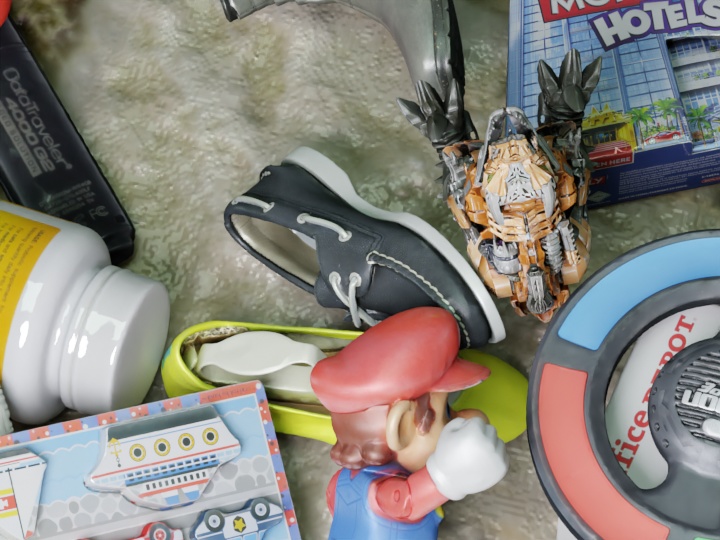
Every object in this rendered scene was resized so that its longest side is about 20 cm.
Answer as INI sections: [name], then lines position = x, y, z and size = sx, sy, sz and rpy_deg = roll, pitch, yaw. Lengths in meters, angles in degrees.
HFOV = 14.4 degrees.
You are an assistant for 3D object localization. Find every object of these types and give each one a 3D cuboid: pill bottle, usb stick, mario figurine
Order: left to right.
[pill bottle]
position = -0.206, 0.015, 1.504
size = 0.200, 0.109, 0.109
rpy_deg = 17, 66, 14
[usb stick]
position = -0.190, -0.080, 1.596
size = 0.055, 0.033, 0.200
rpy_deg = -24, 64, -18
[mario figurine]
position = 0.030, 0.118, 1.416
size = 0.123, 0.106, 0.200
rpy_deg = 10, 94, 32

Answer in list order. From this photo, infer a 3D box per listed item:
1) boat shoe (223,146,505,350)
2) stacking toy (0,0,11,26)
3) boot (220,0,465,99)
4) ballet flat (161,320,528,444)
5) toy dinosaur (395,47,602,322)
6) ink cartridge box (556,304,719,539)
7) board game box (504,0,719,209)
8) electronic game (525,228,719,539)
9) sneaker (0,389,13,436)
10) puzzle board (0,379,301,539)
[boat shoe]
position = 0.000, 0.000, 1.497
size = 0.060, 0.076, 0.200
rpy_deg = -34, 34, -18
[stacking toy]
position = -0.181, -0.205, 1.619
size = 0.085, 0.085, 0.200
rpy_deg = 26, 63, 16
[boot]
position = -0.019, -0.161, 1.615
size = 0.130, 0.068, 0.200
rpy_deg = -17, 56, 0
[ballet flat]
position = -0.008, 0.058, 1.496
size = 0.200, 0.067, 0.067
rpy_deg = 5, 64, 6
[toy dinosaur]
position = 0.077, -0.030, 1.442
size = 0.102, 0.200, 0.136
rpy_deg = -1, 61, -15
[ink cartridge box]
position = 0.215, 0.115, 1.444
size = 0.200, 0.083, 0.147
rpy_deg = 21, 67, 13
[board game box]
position = 0.158, -0.143, 1.589
size = 0.200, 0.062, 0.200
rpy_deg = -11, 64, -2
[electronic game]
position = 0.181, 0.069, 1.399
size = 0.200, 0.042, 0.200
rpy_deg = -2, 63, 4
[sneaker]
position = -0.205, 0.142, 1.424
size = 0.076, 0.088, 0.200
rpy_deg = -25, 88, 34
[puzzle board]
position = -0.118, 0.146, 1.414
size = 0.200, 0.017, 0.151
rpy_deg = -11, 85, -30
